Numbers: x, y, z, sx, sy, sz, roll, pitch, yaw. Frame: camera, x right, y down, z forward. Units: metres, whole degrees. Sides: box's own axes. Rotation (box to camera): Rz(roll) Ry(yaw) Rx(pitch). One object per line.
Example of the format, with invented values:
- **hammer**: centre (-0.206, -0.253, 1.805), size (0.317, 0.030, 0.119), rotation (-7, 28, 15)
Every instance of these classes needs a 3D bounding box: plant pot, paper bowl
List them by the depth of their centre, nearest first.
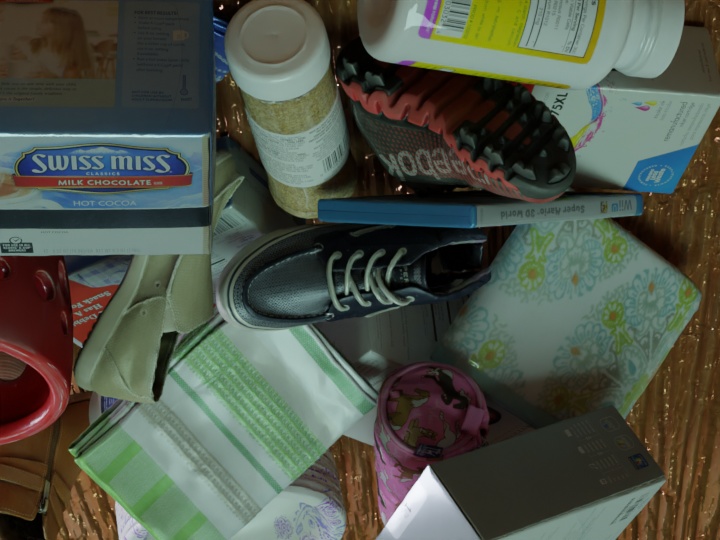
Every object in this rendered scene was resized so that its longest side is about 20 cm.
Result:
- **plant pot**: centre (-0.297, 0.008, 1.511), size (0.199, 0.183, 0.201), rotation (1, 150, 1)
- **paper bowl**: centre (-0.118, 0.196, 1.891), size (0.200, 0.105, 0.201), rotation (-9, 149, -6)

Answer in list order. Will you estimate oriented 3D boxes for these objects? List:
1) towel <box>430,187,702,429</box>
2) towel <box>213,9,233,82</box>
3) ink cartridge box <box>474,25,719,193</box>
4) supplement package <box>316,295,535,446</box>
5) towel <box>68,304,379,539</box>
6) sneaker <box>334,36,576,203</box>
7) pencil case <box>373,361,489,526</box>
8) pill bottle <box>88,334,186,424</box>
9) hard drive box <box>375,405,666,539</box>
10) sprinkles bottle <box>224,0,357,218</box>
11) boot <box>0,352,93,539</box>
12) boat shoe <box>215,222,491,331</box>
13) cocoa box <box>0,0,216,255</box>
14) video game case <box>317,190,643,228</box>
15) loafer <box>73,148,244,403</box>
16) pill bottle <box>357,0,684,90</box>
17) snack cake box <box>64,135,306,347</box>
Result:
- **towel**: centre (0.166, 0.043, 1.690), size (0.200, 0.048, 0.172), rotation (33, 89, -38)
- **towel**: centre (-0.179, -0.130, 1.482), size (0.144, 0.024, 0.200), rotation (19, 139, -31)
- **ink cartridge box**: centre (0.140, -0.118, 1.511), size (0.199, 0.068, 0.116), rotation (3, 145, -12)
- **supplement package**: centre (0.041, 0.073, 1.740), size (0.199, 0.110, 0.114), rotation (23, 137, -36)
- **towel**: centre (-0.098, 0.115, 1.599), size (0.200, 0.031, 0.149), rotation (-44, 113, -4)
- **sneaker**: centre (0.068, -0.088, 1.447), size (0.071, 0.200, 0.098), rotation (-39, 141, -27)
- **pencil case**: centre (0.055, 0.149, 1.676), size (0.082, 0.087, 0.200), rotation (-17, 152, -10)
- **pill bottle**: centre (-0.145, 0.105, 1.717), size (0.110, 0.112, 0.200), rotation (13, 166, -26)
- **hard drive box**: centre (0.112, 0.197, 1.637), size (0.199, 0.077, 0.156), rotation (-14, 148, -40)
- **sprinkles bottle**: centre (-0.045, -0.109, 1.473), size (0.068, 0.069, 0.200), rotation (-8, 153, 3)
- **boot**: centre (-0.252, 0.169, 1.792), size (0.076, 0.156, 0.200), rotation (-20, 144, 20)
- **boat shoe**: centre (0.000, 0.000, 1.548), size (0.199, 0.075, 0.093), rotation (-18, -165, -27)
- **cocoa box**: centre (-0.193, -0.099, 1.395), size (0.199, 0.134, 0.132), rotation (0, 145, -4)
- **video game case**: centre (0.087, -0.045, 1.530), size (0.143, 0.018, 0.199), rotation (3, -174, 42)
- **loafer**: centre (-0.129, 0.008, 1.508), size (0.068, 0.076, 0.201), rotation (31, 105, 4)
- **pill bottle**: centre (0.105, -0.174, 1.391), size (0.199, 0.105, 0.104), rotation (7, 144, -19)
- **snack cake box**: centre (-0.150, -0.014, 1.619), size (0.199, 0.067, 0.115), rotation (-22, 144, 21)
